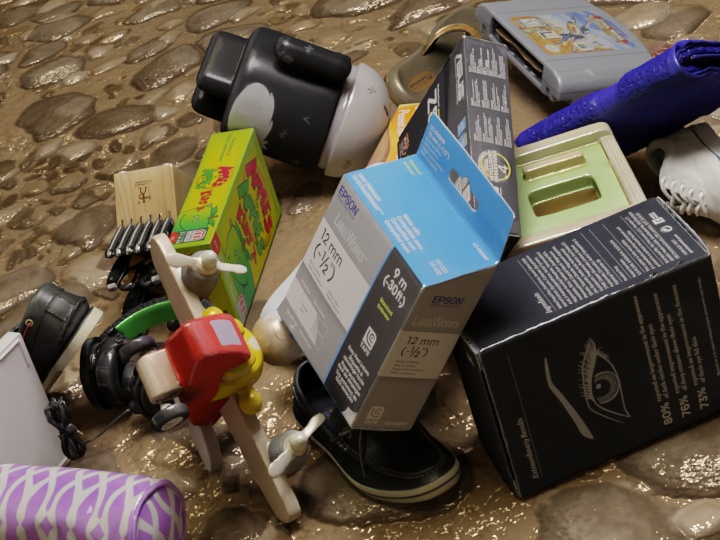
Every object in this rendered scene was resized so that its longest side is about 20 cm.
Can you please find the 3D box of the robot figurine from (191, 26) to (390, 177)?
[{"bbox_3d":[-0.067,-0.172,1.905,0.198,0.126,0.150,19,9,-3],"label":"robot figurine"}]

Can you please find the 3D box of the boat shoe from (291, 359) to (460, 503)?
[{"bbox_3d":[0.006,0.128,1.527,0.074,0.063,0.200,-30,35,-22],"label":"boat shoe"}]

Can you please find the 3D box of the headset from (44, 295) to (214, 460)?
[{"bbox_3d":[-0.204,0.085,1.664,0.122,0.095,0.201,7,46,35],"label":"headset"}]

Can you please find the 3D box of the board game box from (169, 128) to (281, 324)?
[{"bbox_3d":[-0.129,-0.039,1.807,0.047,0.102,0.201,-8,34,16],"label":"board game box"}]

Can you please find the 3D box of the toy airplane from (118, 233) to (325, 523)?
[{"bbox_3d":[-0.107,0.083,1.527,0.140,0.201,0.199,-27,28,-5],"label":"toy airplane"}]

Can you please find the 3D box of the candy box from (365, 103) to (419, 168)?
[{"bbox_3d":[0.067,-0.092,1.833,0.114,0.056,0.201,-3,35,25],"label":"candy box"}]

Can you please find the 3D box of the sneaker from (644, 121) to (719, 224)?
[{"bbox_3d":[0.305,-0.070,1.677,0.070,0.074,0.200,-19,22,1],"label":"sneaker"}]

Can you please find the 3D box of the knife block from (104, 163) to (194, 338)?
[{"bbox_3d":[-0.189,-0.006,1.843,0.063,0.178,0.200,-8,-12,13],"label":"knife block"}]

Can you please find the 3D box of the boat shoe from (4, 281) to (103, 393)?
[{"bbox_3d":[-0.283,0.068,1.664,0.074,0.063,0.201,-61,7,-31],"label":"boat shoe"}]

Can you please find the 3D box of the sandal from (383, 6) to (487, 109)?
[{"bbox_3d":[0.095,-0.225,1.981,0.200,0.080,0.054,-42,-5,-46],"label":"sandal"}]

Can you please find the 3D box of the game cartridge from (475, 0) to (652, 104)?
[{"bbox_3d":[0.217,-0.231,1.947,0.132,0.042,0.200,-11,35,-19],"label":"game cartridge"}]

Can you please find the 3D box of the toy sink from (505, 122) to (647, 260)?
[{"bbox_3d":[0.178,-0.047,1.657,0.129,0.113,0.201,-16,32,2],"label":"toy sink"}]

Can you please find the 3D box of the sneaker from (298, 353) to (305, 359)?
[{"bbox_3d":[-0.017,-0.002,1.564,0.199,0.090,0.075,-32,20,30],"label":"sneaker"}]

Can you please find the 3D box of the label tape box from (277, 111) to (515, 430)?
[{"bbox_3d":[0.024,-0.001,1.424,0.066,0.201,0.144,4,35,-34],"label":"label tape box"}]

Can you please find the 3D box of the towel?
[{"bbox_3d":[0.252,-0.154,1.716,0.147,0.050,0.199,0,-21,-46],"label":"towel"}]

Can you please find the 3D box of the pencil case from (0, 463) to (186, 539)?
[{"bbox_3d":[-0.229,0.202,1.509,0.198,0.086,0.084,4,42,30],"label":"pencil case"}]

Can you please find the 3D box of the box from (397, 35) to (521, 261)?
[{"bbox_3d":[0.083,-0.073,1.625,0.049,0.161,0.202,11,57,-19],"label":"box"}]

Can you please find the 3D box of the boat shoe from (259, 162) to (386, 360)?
[{"bbox_3d":[0.000,0.000,1.689,0.090,0.071,0.201,24,75,39],"label":"boat shoe"}]

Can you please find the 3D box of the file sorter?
[{"bbox_3d":[-0.366,0.160,1.585,0.123,0.140,0.200,8,40,32],"label":"file sorter"}]

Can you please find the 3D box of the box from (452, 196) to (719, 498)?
[{"bbox_3d":[0.176,0.059,1.464,0.198,0.149,0.105,-21,32,-6],"label":"box"}]
